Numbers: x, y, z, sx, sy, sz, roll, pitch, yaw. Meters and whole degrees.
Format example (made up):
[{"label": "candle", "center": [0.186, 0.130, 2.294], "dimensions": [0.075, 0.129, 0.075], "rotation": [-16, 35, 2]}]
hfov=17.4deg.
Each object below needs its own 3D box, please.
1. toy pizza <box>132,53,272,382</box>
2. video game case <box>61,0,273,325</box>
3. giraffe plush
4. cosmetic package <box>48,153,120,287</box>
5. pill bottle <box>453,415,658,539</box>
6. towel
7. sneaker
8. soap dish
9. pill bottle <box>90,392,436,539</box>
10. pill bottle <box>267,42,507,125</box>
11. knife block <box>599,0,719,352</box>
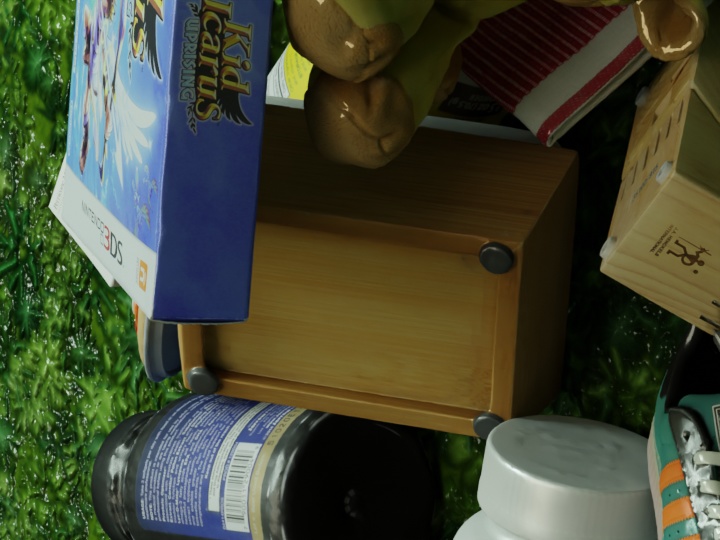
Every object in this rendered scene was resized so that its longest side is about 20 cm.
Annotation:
[{"label": "toy pizza", "center": [-0.090, -0.039, 1.269], "dimensions": [0.032, 0.200, 0.201], "rotation": [16, 114, 6]}, {"label": "video game case", "center": [-0.084, -0.097, 1.001], "dimensions": [0.181, 0.045, 0.201], "rotation": [-144, 57, -66]}, {"label": "giraffe plush", "center": [0.066, -0.144, 0.990], "dimensions": [0.161, 0.201, 0.173], "rotation": [2, 132, 14]}, {"label": "cosmetic package", "center": [-0.120, -0.095, 1.387], "dimensions": [0.083, 0.050, 0.201], "rotation": [48, 130, 33]}, {"label": "pill bottle", "center": [0.090, 0.178, 1.123], "dimensions": [0.109, 0.109, 0.201], "rotation": [27, 116, 46]}, {"label": "towel", "center": [0.072, -0.167, 1.078], "dimensions": [0.144, 0.023, 0.200], "rotation": [-42, 62, -2]}, {"label": "sneaker", "center": [0.157, 0.096, 0.992], "dimensions": [0.200, 0.071, 0.080], "rotation": [-98, 6, -53]}, {"label": "soap dish", "center": [0.000, 0.000, 1.128], "dimensions": [0.199, 0.081, 0.158], "rotation": [9, 132, 9]}, {"label": "pill bottle", "center": [-0.061, 0.123, 1.300], "dimensions": [0.199, 0.111, 0.113], "rotation": [-1, 95, 51]}, {"label": "pill bottle", "center": [0.005, -0.077, 1.189], "dimensions": [0.200, 0.109, 0.110], "rotation": [-53, 56, 41]}, {"label": "knife block", "center": [0.196, -0.008, 1.013], "dimensions": [0.064, 0.175, 0.200], "rotation": [-55, 10, 39]}]
